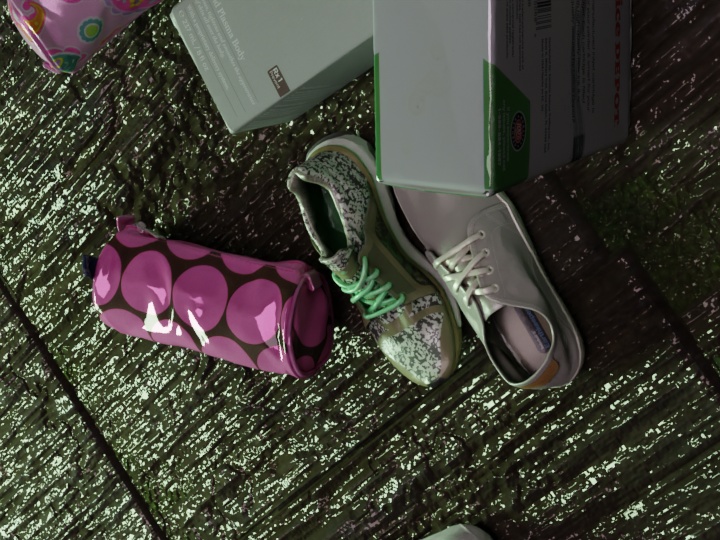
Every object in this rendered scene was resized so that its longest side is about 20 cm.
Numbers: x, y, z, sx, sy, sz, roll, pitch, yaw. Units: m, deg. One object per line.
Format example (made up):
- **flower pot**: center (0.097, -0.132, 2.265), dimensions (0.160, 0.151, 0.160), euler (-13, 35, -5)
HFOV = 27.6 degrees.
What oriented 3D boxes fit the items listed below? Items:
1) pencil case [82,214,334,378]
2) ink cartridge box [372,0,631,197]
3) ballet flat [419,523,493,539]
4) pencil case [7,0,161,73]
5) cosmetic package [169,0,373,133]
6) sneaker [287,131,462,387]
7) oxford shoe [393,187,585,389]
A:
- **pencil case**: center (-0.114, 0.019, 1.136), dimensions (0.198, 0.091, 0.095), euler (12, 95, 25)
- **ink cartridge box**: center (0.092, -0.137, 0.902), dimensions (0.082, 0.199, 0.148), euler (7, 106, 32)
- **ballet flat**: center (0.018, 0.250, 1.128), dimensions (0.199, 0.069, 0.070), euler (-32, 86, 33)
- **pencil case**: center (-0.157, -0.221, 1.045), dimensions (0.199, 0.087, 0.088), euler (-34, 83, -7)
- **cosmetic package**: center (-0.024, -0.190, 1.025), dimensions (0.199, 0.090, 0.107), euler (-32, 83, 36)
- **sneaker**: center (0.000, 0.000, 1.058), dimensions (0.077, 0.088, 0.201), euler (-31, 86, 33)
- **oxford shoe**: center (0.085, -0.002, 1.026), dimensions (0.075, 0.058, 0.201), euler (-38, 80, 35)
